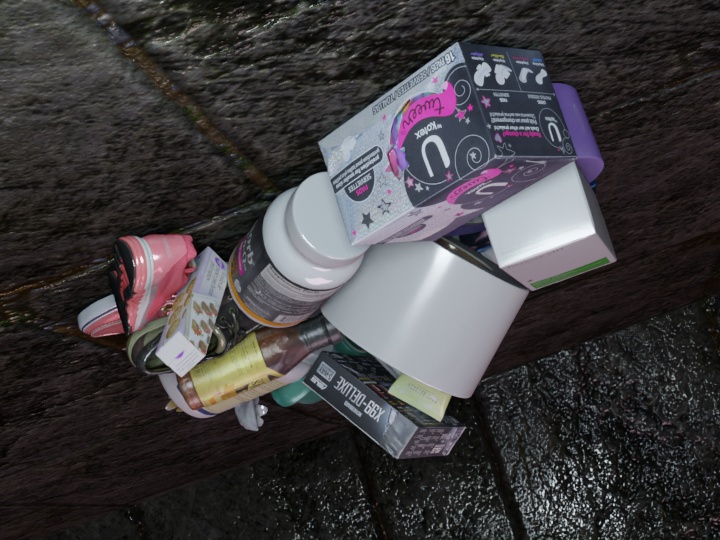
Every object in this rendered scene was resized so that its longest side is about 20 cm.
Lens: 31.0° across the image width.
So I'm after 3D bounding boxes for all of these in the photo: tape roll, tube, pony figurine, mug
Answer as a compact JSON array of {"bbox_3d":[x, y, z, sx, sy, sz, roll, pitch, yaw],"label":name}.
[{"bbox_3d":[0.151,-0.114,1.374,0.197,0.086,0.200,-19,167,-5],"label":"tape roll"},{"bbox_3d":[0.115,0.080,1.570,0.202,0.058,0.052,-60,148,5],"label":"tube"},{"bbox_3d":[-0.175,0.141,1.866,0.198,0.168,0.192,-29,-178,-30],"label":"pony figurine"},{"bbox_3d":[0.072,0.032,1.456,0.141,0.201,0.202,-60,158,7],"label":"tape roll"},{"bbox_3d":[-0.048,0.104,1.759,0.113,0.188,0.151,-26,144,31],"label":"mug"}]

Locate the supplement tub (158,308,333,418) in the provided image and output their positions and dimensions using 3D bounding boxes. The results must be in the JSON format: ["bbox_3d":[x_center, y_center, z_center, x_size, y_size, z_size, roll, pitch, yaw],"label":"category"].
[{"bbox_3d":[-0.147,0.089,1.641,0.198,0.147,0.145,-24,166,22],"label":"supplement tub"}]

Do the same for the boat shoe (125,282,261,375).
[{"bbox_3d":[-0.166,0.068,1.468,0.198,0.073,0.066,-24,-150,-13],"label":"boat shoe"}]

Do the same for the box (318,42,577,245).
[{"bbox_3d":[0.078,-0.111,1.210,0.131,0.116,0.199,-6,161,-46],"label":"box"}]

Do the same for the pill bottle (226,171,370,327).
[{"bbox_3d":[-0.062,-0.022,1.380,0.115,0.118,0.200,-12,164,-28],"label":"pill bottle"}]

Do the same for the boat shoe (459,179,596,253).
[{"bbox_3d":[0.200,-0.073,1.596,0.197,0.070,0.084,-14,-151,-19],"label":"boat shoe"}]

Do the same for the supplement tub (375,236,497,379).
[{"bbox_3d":[0.090,0.039,1.647,0.200,0.132,0.132,-45,168,-5],"label":"supplement tub"}]

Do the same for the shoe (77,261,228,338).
[{"bbox_3d":[-0.232,0.064,1.538,0.197,0.092,0.072,-18,167,-5],"label":"shoe"}]

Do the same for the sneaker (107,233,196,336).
[{"bbox_3d":[-0.219,0.014,1.397,0.086,0.075,0.200,-15,166,-20],"label":"sneaker"}]

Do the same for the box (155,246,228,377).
[{"bbox_3d":[-0.176,0.041,1.381,0.041,0.039,0.201,-39,-161,20],"label":"box"}]

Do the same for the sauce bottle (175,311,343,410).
[{"bbox_3d":[-0.117,0.101,1.522,0.197,0.067,0.066,-22,167,3],"label":"sauce bottle"}]

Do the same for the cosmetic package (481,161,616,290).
[{"bbox_3d":[0.197,-0.045,1.347,0.106,0.086,0.200,-20,168,15],"label":"cosmetic package"}]

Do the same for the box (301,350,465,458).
[{"bbox_3d":[0.034,0.170,1.636,0.050,0.157,0.200,-56,159,7],"label":"box"}]
